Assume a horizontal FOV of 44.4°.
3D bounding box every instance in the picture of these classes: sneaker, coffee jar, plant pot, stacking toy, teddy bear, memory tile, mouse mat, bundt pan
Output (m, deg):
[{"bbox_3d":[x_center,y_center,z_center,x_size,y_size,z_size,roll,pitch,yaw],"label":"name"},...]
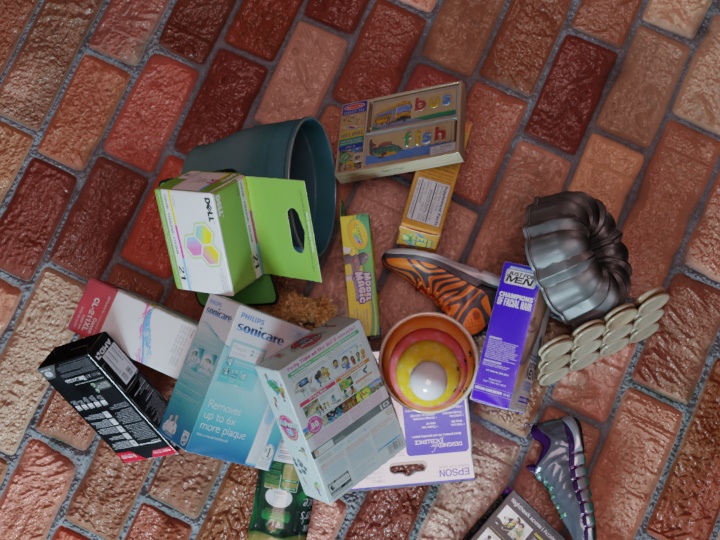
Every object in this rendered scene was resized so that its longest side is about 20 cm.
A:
[{"bbox_3d":[0.116,0.040,1.303,0.197,0.078,0.113,17,82,5],"label":"sneaker"},{"bbox_3d":[-0.109,0.325,1.262,0.084,0.104,0.203,9,84,3],"label":"coffee jar"},{"bbox_3d":[-0.153,-0.118,1.285,0.185,0.200,0.203,0,82,17],"label":"plant pot"},{"bbox_3d":[0.091,0.140,1.182,0.144,0.200,0.148,0,95,5],"label":"stacking toy"},{"bbox_3d":[0.287,0.313,1.267,0.086,0.075,0.203,-8,67,12],"label":"sneaker"},{"bbox_3d":[-0.128,0.057,1.303,0.199,0.067,0.145,39,123,1],"label":"teddy bear"},{"bbox_3d":[0.341,0.096,1.253,0.198,0.154,0.017,-25,62,-1],"label":"memory tile"},{"bbox_3d":[-0.201,-0.040,1.242,0.159,0.008,0.202,-3,112,35],"label":"mouse mat"},{"bbox_3d":[0.317,-0.023,1.242,0.075,0.201,0.205,-22,80,39],"label":"bundt pan"}]

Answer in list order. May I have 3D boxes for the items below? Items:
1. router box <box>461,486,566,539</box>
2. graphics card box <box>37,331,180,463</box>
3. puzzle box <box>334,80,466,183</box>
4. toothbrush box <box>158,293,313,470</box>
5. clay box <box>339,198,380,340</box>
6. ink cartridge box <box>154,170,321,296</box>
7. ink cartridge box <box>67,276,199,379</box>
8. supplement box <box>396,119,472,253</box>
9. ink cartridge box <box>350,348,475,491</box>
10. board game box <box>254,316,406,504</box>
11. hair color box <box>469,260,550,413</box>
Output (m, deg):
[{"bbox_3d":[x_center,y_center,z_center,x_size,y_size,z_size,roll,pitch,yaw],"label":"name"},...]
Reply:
[{"bbox_3d":[0.240,0.435,1.259,0.200,0.051,0.149,43,84,7],"label":"router box"},{"bbox_3d":[-0.346,0.183,1.243,0.124,0.051,0.201,-16,121,36],"label":"graphics card box"},{"bbox_3d":[0.060,-0.206,1.309,0.197,0.025,0.135,-8,59,23],"label":"puzzle box"},{"bbox_3d":[-0.163,0.151,1.195,0.085,0.146,0.202,14,81,49],"label":"toothbrush box"},{"bbox_3d":[0.000,0.000,1.295,0.047,0.115,0.203,-5,83,1],"label":"clay box"},{"bbox_3d":[-0.160,-0.046,1.158,0.198,0.076,0.150,7,117,32],"label":"ink cartridge box"},{"bbox_3d":[-0.298,0.092,1.279,0.198,0.146,0.084,24,84,6],"label":"ink cartridge box"},{"bbox_3d":[0.110,-0.131,1.308,0.068,0.067,0.202,18,69,5],"label":"supplement box"},{"bbox_3d":[0.063,0.214,1.302,0.195,0.047,0.203,-5,84,1],"label":"ink cartridge box"},{"bbox_3d":[-0.037,0.185,1.193,0.147,0.064,0.202,-29,108,-33],"label":"board game box"},{"bbox_3d":[0.223,0.098,1.268,0.064,0.109,0.203,11,84,25],"label":"hair color box"}]
